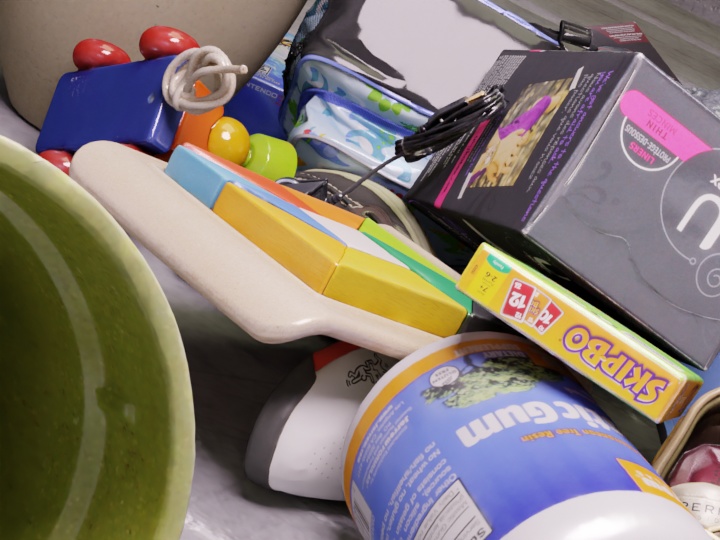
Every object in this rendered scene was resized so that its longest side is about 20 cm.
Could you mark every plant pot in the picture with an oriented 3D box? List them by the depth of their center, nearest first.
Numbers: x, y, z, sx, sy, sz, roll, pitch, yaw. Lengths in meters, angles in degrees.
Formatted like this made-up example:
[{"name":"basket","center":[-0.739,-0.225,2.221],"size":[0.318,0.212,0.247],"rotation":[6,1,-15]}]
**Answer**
[{"name":"plant pot","center":[-0.175,0.032,0.550],"size":[0.200,0.201,0.184],"rotation":[12,10,-32]}]

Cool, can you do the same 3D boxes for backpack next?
[{"name":"backpack","center":[0.033,-0.090,1.163],"size":[0.182,0.147,0.200],"rotation":[25,-10,-3]}]

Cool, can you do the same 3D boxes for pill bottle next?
[{"name":"pill bottle","center":[0.073,0.115,0.715],"size":[0.112,0.112,0.200],"rotation":[15,19,-26]}]

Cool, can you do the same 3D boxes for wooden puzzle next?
[{"name":"wooden puzzle","center":[-0.010,-0.004,0.859],"size":[0.199,0.037,0.185],"rotation":[14,16,-43]}]

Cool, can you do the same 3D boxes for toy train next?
[{"name":"toy train","center":[-0.079,-0.071,1.015],"size":[0.115,0.085,0.200],"rotation":[27,-17,-36]}]

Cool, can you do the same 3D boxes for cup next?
[{"name":"cup","center":[-0.144,-0.153,1.156],"size":[0.200,0.144,0.200],"rotation":[22,18,-8]}]

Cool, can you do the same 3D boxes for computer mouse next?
[{"name":"computer mouse","center":[-0.013,-0.052,0.987],"size":[0.034,0.199,0.059],"rotation":[62,14,1]}]

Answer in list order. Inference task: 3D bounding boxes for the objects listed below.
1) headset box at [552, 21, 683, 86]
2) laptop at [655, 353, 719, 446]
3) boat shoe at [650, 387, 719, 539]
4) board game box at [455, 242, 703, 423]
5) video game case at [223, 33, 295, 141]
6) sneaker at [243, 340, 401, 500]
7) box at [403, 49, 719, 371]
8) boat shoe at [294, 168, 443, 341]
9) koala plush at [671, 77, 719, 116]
[{"name":"headset box","center":[0.173,-0.093,1.349],"size":[0.148,0.075,0.200],"rotation":[-10,59,-41]},{"name":"laptop","center":[0.222,0.057,0.940],"size":[0.200,0.177,0.104],"rotation":[-48,116,-71]},{"name":"boat shoe","center":[0.141,0.118,0.805],"size":[0.074,0.067,0.200],"rotation":[9,30,10]},{"name":"board game box","center":[0.101,0.029,0.818],"size":[0.095,0.030,0.200],"rotation":[34,6,12]},{"name":"video game case","center":[0.004,-0.109,1.383],"size":[0.199,0.046,0.181],"rotation":[23,17,-2]},{"name":"sneaker","center":[0.042,0.082,0.844],"size":[0.108,0.067,0.201],"rotation":[30,16,27]},{"name":"box","center":[0.121,-0.038,0.970],"size":[0.122,0.106,0.200],"rotation":[35,-2,-17]},{"name":"boat shoe","center":[0.000,0.001,1.016],"size":[0.066,0.072,0.201],"rotation":[14,24,-44]},{"name":"koala plush","center":[0.248,-0.064,1.175],"size":[0.199,0.178,0.184],"rotation":[-20,58,-8]}]
